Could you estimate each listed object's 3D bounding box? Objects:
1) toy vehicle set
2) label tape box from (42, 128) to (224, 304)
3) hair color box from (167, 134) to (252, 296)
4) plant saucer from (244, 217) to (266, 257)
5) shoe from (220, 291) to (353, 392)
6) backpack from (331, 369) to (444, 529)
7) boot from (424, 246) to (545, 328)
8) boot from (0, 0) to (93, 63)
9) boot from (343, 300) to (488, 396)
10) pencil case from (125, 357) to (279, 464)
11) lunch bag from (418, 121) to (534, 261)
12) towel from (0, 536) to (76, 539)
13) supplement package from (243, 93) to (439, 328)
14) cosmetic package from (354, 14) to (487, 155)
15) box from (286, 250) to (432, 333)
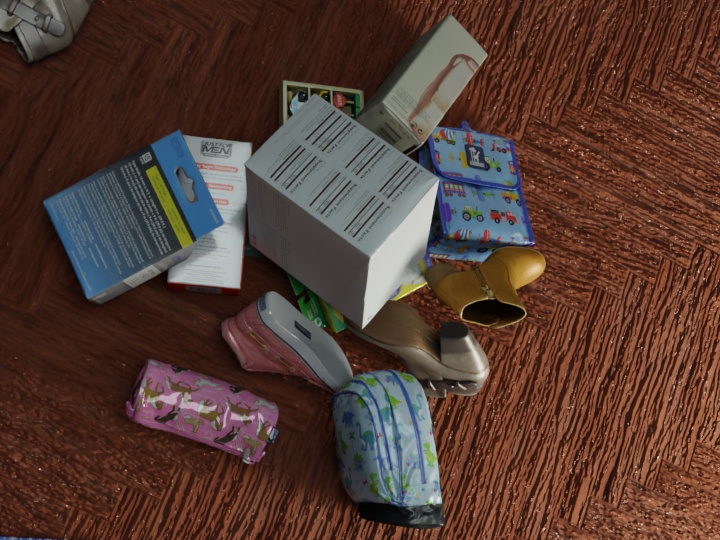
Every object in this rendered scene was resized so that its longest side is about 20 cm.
[{"bbox_3d":[-0.054,-0.166,1.555,0.122,0.026,0.203,3,75,-20],"label":"toy vehicle set"},{"bbox_3d":[-0.285,-0.067,1.403,0.198,0.063,0.146,-27,79,-2],"label":"label tape box"},{"bbox_3d":[-0.203,-0.073,1.471,0.100,0.061,0.203,6,79,-8],"label":"hair color box"},{"bbox_3d":[-0.079,-0.050,1.541,0.197,0.019,0.071,5,79,-18],"label":"plant saucer"},{"bbox_3d":[-0.099,0.113,1.484,0.200,0.090,0.072,45,29,-33],"label":"shoe"},{"bbox_3d":[0.036,0.233,1.453,0.152,0.163,0.203,11,79,-21],"label":"backpack"},{"bbox_3d":[0.197,0.029,1.503,0.198,0.144,0.072,-7,116,-21],"label":"boot"},{"bbox_3d":[-0.449,-0.381,1.440,0.200,0.070,0.146,45,72,-7],"label":"boot"},{"bbox_3d":[0.079,0.118,1.505,0.197,0.147,0.071,11,54,17],"label":"boot"},{"bbox_3d":[-0.206,0.184,1.423,0.198,0.087,0.084,22,104,-14],"label":"pencil case"},{"bbox_3d":[0.162,-0.123,1.612,0.148,0.094,0.203,4,69,-21],"label":"lunch bag"},{"bbox_3d":[-0.400,0.406,1.346,0.197,0.024,0.147,8,78,-18],"label":"towel"},{"bbox_3d":[-0.026,-0.074,1.390,0.199,0.192,0.147,36,65,15],"label":"supplement package"},{"bbox_3d":[0.085,-0.260,1.574,0.087,0.103,0.201,42,62,-12],"label":"cosmetic package"},{"bbox_3d":[0.000,0.000,1.522,0.198,0.048,0.119,-28,111,-16],"label":"box"}]
